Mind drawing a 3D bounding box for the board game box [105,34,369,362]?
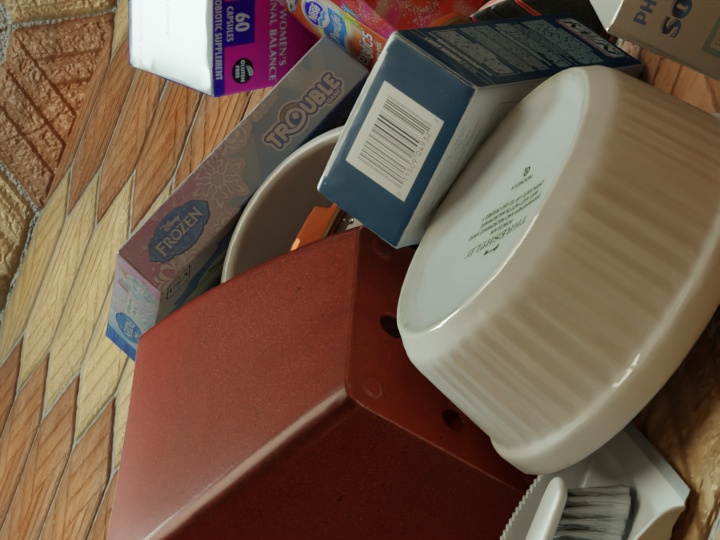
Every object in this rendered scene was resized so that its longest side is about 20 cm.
[{"bbox_3d":[-0.084,-0.040,1.743,0.200,0.043,0.199,-47,-7,-17],"label":"board game box"}]

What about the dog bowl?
[{"bbox_3d":[0.000,0.000,1.601,0.200,0.059,0.201,-19,57,31],"label":"dog bowl"}]

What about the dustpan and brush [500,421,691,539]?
[{"bbox_3d":[0.077,0.166,1.280,0.140,0.057,0.200,-125,57,-73],"label":"dustpan and brush"}]

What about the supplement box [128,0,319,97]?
[{"bbox_3d":[-0.047,-0.190,1.790,0.103,0.200,0.102,23,120,47],"label":"supplement box"}]

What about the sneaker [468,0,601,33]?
[{"bbox_3d":[0.085,-0.130,1.645,0.200,0.074,0.087,-43,8,46],"label":"sneaker"}]

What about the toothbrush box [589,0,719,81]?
[{"bbox_3d":[0.176,-0.203,1.378,0.200,0.085,0.147,-103,37,-66],"label":"toothbrush box"}]

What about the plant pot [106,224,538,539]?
[{"bbox_3d":[0.000,0.096,1.434,0.176,0.200,0.200,-44,27,34],"label":"plant pot"}]

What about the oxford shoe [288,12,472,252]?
[{"bbox_3d":[0.029,-0.050,1.527,0.071,0.072,0.200,23,-86,-61],"label":"oxford shoe"}]

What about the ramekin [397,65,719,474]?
[{"bbox_3d":[0.100,-0.009,1.300,0.202,0.094,0.202,-51,15,19],"label":"ramekin"}]

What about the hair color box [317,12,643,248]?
[{"bbox_3d":[0.068,-0.079,1.434,0.200,0.060,0.100,-13,-45,-58],"label":"hair color box"}]

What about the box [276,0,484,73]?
[{"bbox_3d":[0.051,-0.222,1.711,0.200,0.100,0.095,-51,8,-21],"label":"box"}]

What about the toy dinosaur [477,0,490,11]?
[{"bbox_3d":[0.054,-0.117,1.787,0.088,0.047,0.200,-59,9,-28],"label":"toy dinosaur"}]
